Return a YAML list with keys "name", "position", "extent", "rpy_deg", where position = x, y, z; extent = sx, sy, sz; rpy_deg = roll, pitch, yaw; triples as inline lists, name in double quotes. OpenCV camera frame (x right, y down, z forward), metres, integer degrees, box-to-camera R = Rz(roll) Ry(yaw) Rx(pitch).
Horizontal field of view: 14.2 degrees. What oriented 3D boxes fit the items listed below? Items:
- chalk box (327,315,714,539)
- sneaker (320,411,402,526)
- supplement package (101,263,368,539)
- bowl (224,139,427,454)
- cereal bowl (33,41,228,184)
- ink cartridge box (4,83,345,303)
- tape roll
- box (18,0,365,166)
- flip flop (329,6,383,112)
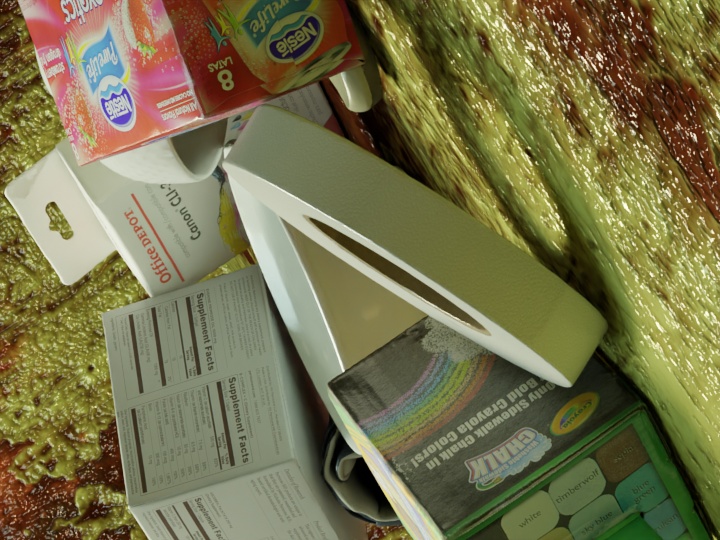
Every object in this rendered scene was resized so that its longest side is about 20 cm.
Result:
- name: "chalk box"
  position: [0.092, 0.115, 1.471]
  extent: [0.200, 0.124, 0.124]
  rpy_deg: [51, 173, 51]
- name: "sneaker"
  position: [0.007, 0.060, 1.805]
  extent: [0.146, 0.077, 0.203]
  rpy_deg: [-79, -20, -79]
- name: "supplement package"
  position: [-0.074, 0.124, 1.849]
  extent: [0.200, 0.110, 0.156]
  rpy_deg: [65, -170, -51]
- name: "bowl"
  position: [0.000, 0.000, 1.691]
  extent: [0.201, 0.090, 0.202]
  rpy_deg: [157, 90, -82]
- name: "cereal bowl"
  position: [-0.136, -0.146, 1.651]
  extent: [0.200, 0.083, 0.201]
  rpy_deg: [-4, -90, -80]
- name: "ink cartridge box"
  position: [-0.111, -0.058, 1.820]
  extent: [0.068, 0.200, 0.117]
  rpy_deg: [51, 173, 40]
- name: "tape roll"
  position: [0.026, -0.011, 1.377]
  extent: [0.202, 0.037, 0.203]
  rpy_deg: [32, 176, 2]
- name: "box"
  position: [-0.089, -0.122, 1.449]
  extent: [0.200, 0.095, 0.100]
  rpy_deg: [-11, 100, 66]
- name: "flip flop"
  position: [-0.056, -0.150, 1.549]
  extent: [0.200, 0.057, 0.081]
  rpy_deg: [53, 174, 32]
